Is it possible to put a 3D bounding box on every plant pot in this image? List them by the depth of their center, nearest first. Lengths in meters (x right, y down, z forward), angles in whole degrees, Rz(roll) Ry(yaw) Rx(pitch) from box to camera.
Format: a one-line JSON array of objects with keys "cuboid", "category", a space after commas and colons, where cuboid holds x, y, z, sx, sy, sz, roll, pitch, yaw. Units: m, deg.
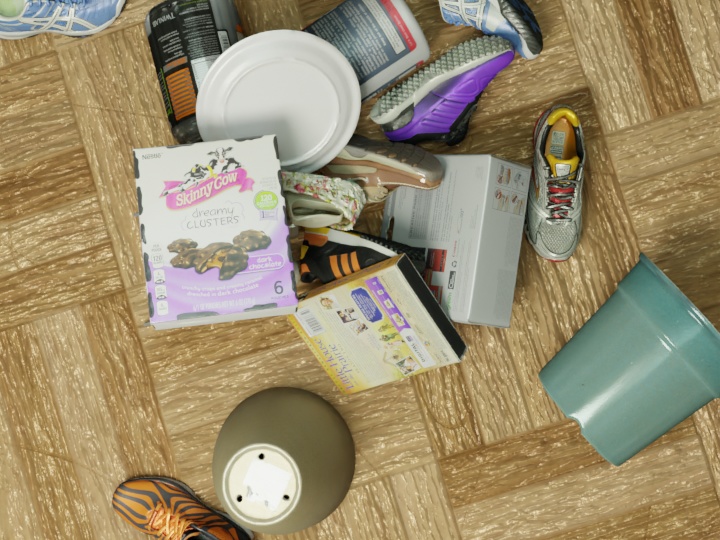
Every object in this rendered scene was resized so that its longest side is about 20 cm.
[{"cuboid": [0.334, 0.118, 1.289, 0.196, 0.200, 0.200, -43, 86, 9], "category": "plant pot"}, {"cuboid": [-0.104, 0.242, 1.300, 0.185, 0.200, 0.189, 0, 88, 3], "category": "plant pot"}]

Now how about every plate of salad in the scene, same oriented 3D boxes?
[{"cuboid": [-0.098, -0.198, 1.280, 0.198, 0.048, 0.201, -8, 128, -10], "category": "plate of salad"}]

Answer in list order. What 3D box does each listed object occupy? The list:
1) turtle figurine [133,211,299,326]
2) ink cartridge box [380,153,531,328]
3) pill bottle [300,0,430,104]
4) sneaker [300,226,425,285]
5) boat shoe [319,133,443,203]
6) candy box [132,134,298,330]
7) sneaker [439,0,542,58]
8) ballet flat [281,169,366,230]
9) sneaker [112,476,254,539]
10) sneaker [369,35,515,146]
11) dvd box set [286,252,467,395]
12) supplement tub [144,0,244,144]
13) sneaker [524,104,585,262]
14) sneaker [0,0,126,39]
[{"cuboid": [-0.185, -0.025, 1.361, 0.192, 0.200, 0.145, -8, 81, -21], "category": "turtle figurine"}, {"cuboid": [0.110, -0.040, 1.337, 0.175, 0.083, 0.202, 7, 88, 48], "category": "ink cartridge box"}, {"cuboid": [-0.023, -0.266, 1.351, 0.199, 0.120, 0.120, -33, 87, 2], "category": "pill bottle"}, {"cuboid": [0.000, 0.000, 1.334, 0.199, 0.070, 0.091, 19, 98, 42], "category": "sneaker"}, {"cuboid": [0.023, -0.123, 1.341, 0.199, 0.075, 0.072, 20, 116, 42], "category": "boat shoe"}, {"cuboid": [-0.166, -0.044, 1.220, 0.166, 0.072, 0.202, -7, 81, -7], "category": "candy box"}, {"cuboid": [0.152, -0.340, 1.368, 0.200, 0.076, 0.077, 45, 117, 2], "category": "sneaker"}, {"cuboid": [-0.092, -0.086, 1.299, 0.198, 0.076, 0.064, 4, 55, -1], "category": "ballet flat"}, {"cuboid": [-0.229, 0.321, 1.348, 0.198, 0.112, 0.078, 20, 89, 4], "category": "sneaker"}, {"cuboid": [0.119, -0.216, 1.358, 0.199, 0.070, 0.100, -28, 117, 18], "category": "sneaker"}, {"cuboid": [0.015, 0.071, 1.305, 0.199, 0.029, 0.147, -22, 109, 40], "category": "dvd box set"}, {"cuboid": [-0.195, -0.240, 1.359, 0.121, 0.123, 0.202, -15, 88, 3], "category": "supplement tub"}, {"cuboid": [0.245, -0.111, 1.348, 0.077, 0.082, 0.202, -1, 89, 4], "category": "sneaker"}, {"cuboid": [-0.404, -0.346, 1.398, 0.198, 0.077, 0.076, -12, 86, 2], "category": "sneaker"}]
